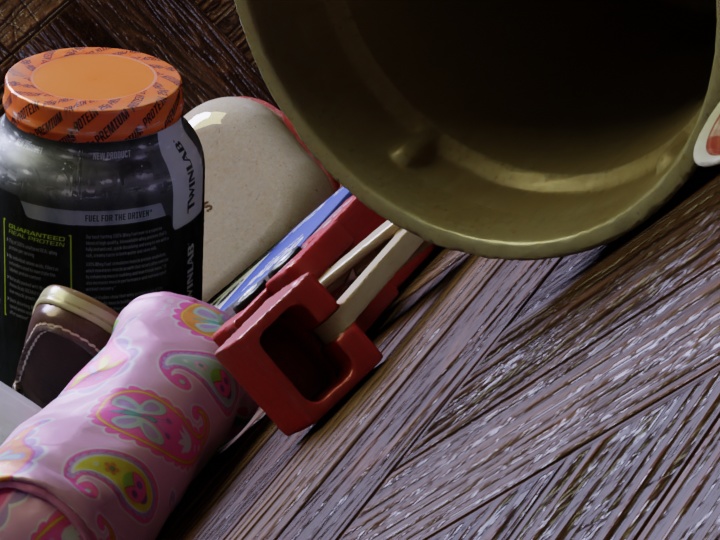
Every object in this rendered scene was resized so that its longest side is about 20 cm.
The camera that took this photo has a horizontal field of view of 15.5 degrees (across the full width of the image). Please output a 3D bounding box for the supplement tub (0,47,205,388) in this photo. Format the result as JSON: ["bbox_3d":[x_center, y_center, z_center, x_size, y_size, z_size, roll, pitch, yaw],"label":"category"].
[{"bbox_3d":[-0.147,-0.013,1.457,0.123,0.122,0.201,-53,-30,-60],"label":"supplement tub"}]

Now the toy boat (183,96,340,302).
[{"bbox_3d":[-0.090,-0.003,1.612,0.200,0.131,0.131,-42,-24,9],"label":"toy boat"}]

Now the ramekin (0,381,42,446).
[{"bbox_3d":[-0.221,0.129,1.238,0.201,0.097,0.201,-62,-8,-15],"label":"ramekin"}]

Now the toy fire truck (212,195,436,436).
[{"bbox_3d":[0.000,0.000,1.175,0.200,0.049,0.141,-46,6,-29],"label":"toy fire truck"}]

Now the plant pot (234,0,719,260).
[{"bbox_3d":[0.084,-0.130,0.951,0.200,0.201,0.183,-38,-3,41],"label":"plant pot"}]

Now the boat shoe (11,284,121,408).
[{"bbox_3d":[-0.148,0.083,1.335,0.072,0.072,0.200,-60,-8,-31],"label":"boat shoe"}]

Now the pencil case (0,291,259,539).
[{"bbox_3d":[-0.110,0.084,1.183,0.087,0.087,0.200,-40,6,30],"label":"pencil case"}]

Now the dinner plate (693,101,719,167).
[{"bbox_3d":[0.176,-0.093,0.764,0.200,0.024,0.200,-42,6,6],"label":"dinner plate"}]

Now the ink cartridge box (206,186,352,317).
[{"bbox_3d":[-0.045,0.019,1.353,0.200,0.044,0.094,-38,8,49],"label":"ink cartridge box"}]
